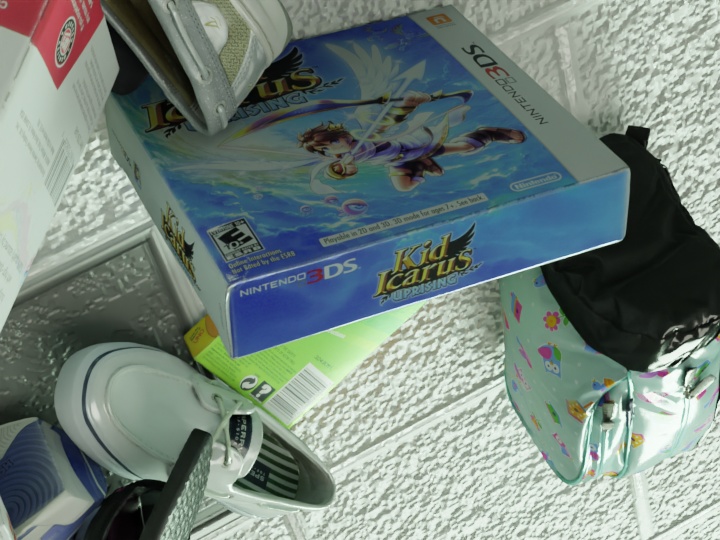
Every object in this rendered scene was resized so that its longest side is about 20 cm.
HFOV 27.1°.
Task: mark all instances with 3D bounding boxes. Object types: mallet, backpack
[{"bbox_3d":[-0.167,-0.051,0.728,0.065,0.041,0.201,17,117,-34],"label":"mallet"},{"bbox_3d":[0.154,0.038,0.909,0.125,0.168,0.201,-15,143,-6],"label":"backpack"}]

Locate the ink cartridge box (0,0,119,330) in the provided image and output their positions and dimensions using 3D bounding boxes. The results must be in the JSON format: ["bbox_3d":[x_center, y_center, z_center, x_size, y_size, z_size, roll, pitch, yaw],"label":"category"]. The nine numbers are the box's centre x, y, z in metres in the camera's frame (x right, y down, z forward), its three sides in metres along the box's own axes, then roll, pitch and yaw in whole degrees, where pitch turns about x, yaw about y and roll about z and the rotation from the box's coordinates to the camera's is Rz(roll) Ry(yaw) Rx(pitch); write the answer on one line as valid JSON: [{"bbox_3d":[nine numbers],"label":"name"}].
[{"bbox_3d":[-0.173,-0.030,0.579,0.085,0.148,0.202,23,77,0],"label":"ink cartridge box"}]

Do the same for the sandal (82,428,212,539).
[{"bbox_3d":[-0.131,0.168,0.796,0.048,0.075,0.202,26,112,3],"label":"sandal"}]

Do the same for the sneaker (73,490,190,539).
[{"bbox_3d":[-0.135,0.218,0.890,0.069,0.090,0.201,-3,134,-28],"label":"sneaker"}]

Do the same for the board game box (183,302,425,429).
[{"bbox_3d":[0.000,0.000,0.865,0.200,0.030,0.096,-41,134,6],"label":"board game box"}]

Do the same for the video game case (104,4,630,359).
[{"bbox_3d":[-0.003,-0.053,0.718,0.198,0.182,0.046,-16,129,-19],"label":"video game case"}]

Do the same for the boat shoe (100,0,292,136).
[{"bbox_3d":[-0.112,-0.143,0.644,0.202,0.074,0.065,44,69,-36],"label":"boat shoe"}]

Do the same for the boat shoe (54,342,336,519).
[{"bbox_3d":[-0.083,0.090,0.843,0.200,0.066,0.074,32,62,-51],"label":"boat shoe"}]

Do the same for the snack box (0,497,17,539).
[{"bbox_3d":[-0.202,0.197,0.795,0.071,0.024,0.201,-17,136,-12],"label":"snack box"}]

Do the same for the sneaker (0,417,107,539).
[{"bbox_3d":[-0.205,0.174,0.850,0.199,0.081,0.115,-43,137,14],"label":"sneaker"}]
